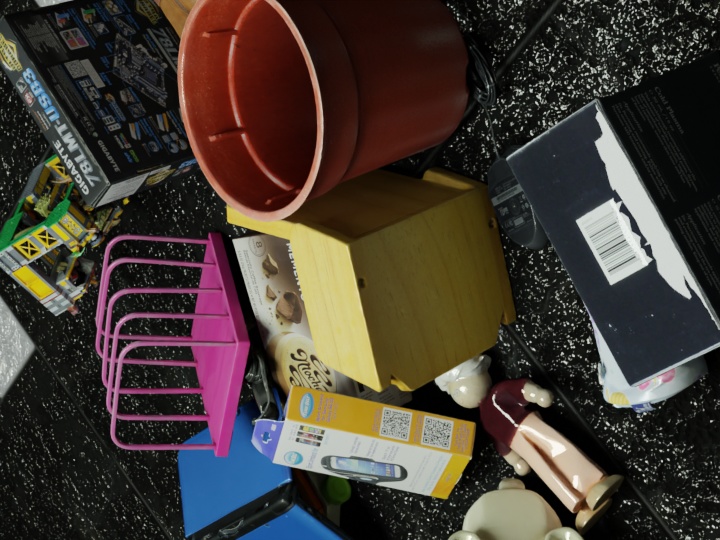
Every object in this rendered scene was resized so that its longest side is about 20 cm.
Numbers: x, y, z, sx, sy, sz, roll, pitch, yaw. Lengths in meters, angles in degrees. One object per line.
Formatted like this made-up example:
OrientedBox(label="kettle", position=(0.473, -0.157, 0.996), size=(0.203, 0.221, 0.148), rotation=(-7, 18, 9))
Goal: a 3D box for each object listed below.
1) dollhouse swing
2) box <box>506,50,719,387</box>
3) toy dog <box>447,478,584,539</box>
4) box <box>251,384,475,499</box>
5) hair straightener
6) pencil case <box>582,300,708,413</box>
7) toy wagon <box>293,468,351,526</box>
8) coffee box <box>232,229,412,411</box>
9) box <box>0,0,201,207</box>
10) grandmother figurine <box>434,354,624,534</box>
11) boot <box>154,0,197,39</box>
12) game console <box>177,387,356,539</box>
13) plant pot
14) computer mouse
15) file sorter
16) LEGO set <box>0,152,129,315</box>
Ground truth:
OrientedBox(label="dollhouse swing", position=(0.000, 0.000, 1.515), size=(0.175, 0.199, 0.183), rotation=(-3, 105, 42))
OrientedBox(label="box", position=(0.241, -0.042, 1.295), size=(0.104, 0.182, 0.201), rotation=(-33, 83, 45))
OrientedBox(label="toy dog", position=(0.131, 0.312, 1.557), size=(0.194, 0.138, 0.201), rotation=(-107, 12, -53))
OrientedBox(label="box", position=(-0.001, 0.159, 1.587), size=(0.198, 0.042, 0.119), rotation=(14, 152, -3))
OrientedBox(label="hair straightener", position=(-0.113, 0.089, 1.681), size=(0.200, 0.041, 0.077), rotation=(-108, 2, -62))
OrientedBox(label="pencil case", position=(0.218, 0.013, 1.406), size=(0.090, 0.083, 0.201), rotation=(-15, 96, 43))
OrientedBox(label="toy wagon", position=(-0.072, 0.248, 1.793), size=(0.155, 0.039, 0.201), rotation=(-38, 80, 44))
OrientedBox(label="coffee box", position=(-0.036, 0.046, 1.651), size=(0.113, 0.080, 0.201), rotation=(-6, 103, 43))
OrientedBox(label="box", position=(-0.233, -0.177, 1.658), size=(0.050, 0.198, 0.201), rotation=(-42, 78, 41))
OrientedBox(label="grandmother figurine", position=(0.147, 0.144, 1.539), size=(0.200, 0.060, 0.122), rotation=(41, 134, 22))
OrientedBox(label="boot", position=(-0.139, -0.267, 1.602), size=(0.188, 0.068, 0.201), rotation=(-26, 101, 46))
OrientedBox(label="game console", position=(-0.095, 0.243, 1.772), size=(0.170, 0.119, 0.200), rotation=(39, 137, -18))
OrientedBox(label="plant pot", position=(-0.022, -0.161, 1.462), size=(0.200, 0.194, 0.202), rotation=(22, 120, 45))
OrientedBox(label="computer mouse", position=(0.126, -0.114, 1.481), size=(0.059, 0.034, 0.201), rotation=(-23, 85, 59))
OrientedBox(label="file sorter", position=(-0.197, 0.070, 1.708), size=(0.200, 0.124, 0.140), rotation=(-111, 29, -54))
OrientedBox(label="LEGO set", position=(-0.292, -0.048, 1.797), size=(0.153, 0.201, 0.116), rotation=(-32, 120, 24))
